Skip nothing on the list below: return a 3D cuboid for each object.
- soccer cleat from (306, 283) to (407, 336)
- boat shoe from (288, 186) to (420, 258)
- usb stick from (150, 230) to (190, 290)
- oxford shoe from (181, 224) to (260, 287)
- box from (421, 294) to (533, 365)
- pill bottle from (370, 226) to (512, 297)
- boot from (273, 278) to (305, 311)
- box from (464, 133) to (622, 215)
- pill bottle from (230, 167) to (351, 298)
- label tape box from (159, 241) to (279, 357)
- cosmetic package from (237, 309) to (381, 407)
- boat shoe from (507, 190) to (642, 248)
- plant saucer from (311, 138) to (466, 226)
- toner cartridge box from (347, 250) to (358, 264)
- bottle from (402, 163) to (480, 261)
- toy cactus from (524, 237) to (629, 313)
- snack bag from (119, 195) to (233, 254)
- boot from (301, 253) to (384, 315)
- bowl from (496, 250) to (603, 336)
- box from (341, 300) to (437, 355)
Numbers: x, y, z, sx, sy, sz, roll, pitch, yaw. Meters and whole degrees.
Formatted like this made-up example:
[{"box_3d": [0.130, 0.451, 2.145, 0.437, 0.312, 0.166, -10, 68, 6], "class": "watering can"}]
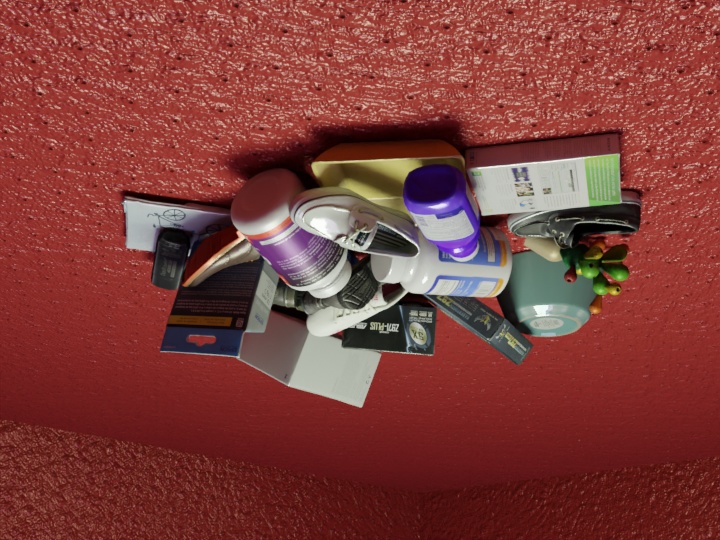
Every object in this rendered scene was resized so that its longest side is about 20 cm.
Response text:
[{"box_3d": [-0.001, 0.049, 1.454, 0.200, 0.070, 0.086, -32, -163, -1], "class": "soccer cleat"}, {"box_3d": [0.001, -0.062, 1.192, 0.200, 0.067, 0.074, 7, 127, -30], "class": "boat shoe"}, {"box_3d": [-0.323, -0.015, 1.478, 0.055, 0.033, 0.200, 15, 155, -11], "class": "usb stick"}, {"box_3d": [-0.196, -0.027, 1.350, 0.200, 0.071, 0.073, -36, 124, 22], "class": "oxford shoe"}, {"box_3d": [0.193, 0.076, 1.530, 0.200, 0.051, 0.158, 36, 178, 35], "class": "box"}, {"box_3d": [0.122, -0.019, 1.343, 0.199, 0.112, 0.112, 4, 159, -23], "class": "pill bottle"}, {"box_3d": [-0.199, 0.026, 1.568, 0.199, 0.073, 0.182, 5, 174, 8], "class": "boot"}, {"box_3d": [0.253, -0.128, 1.195, 0.199, 0.036, 0.144, -3, 157, 16], "class": "box"}, {"box_3d": [-0.093, -0.047, 1.270, 0.112, 0.113, 0.200, -10, 138, 28], "class": "pill bottle"}, {"box_3d": [-0.219, 0.052, 1.390, 0.143, 0.200, 0.066, 1, 152, 21], "class": "label tape box"}, {"box_3d": [-0.105, 0.170, 1.755, 0.200, 0.123, 0.199, 22, 177, -40], "class": "cosmetic package"}, {"box_3d": [0.316, -0.066, 1.294, 0.199, 0.066, 0.070, -7, 156, 22], "class": "boat shoe"}, {"box_3d": [0.048, -0.124, 1.210, 0.199, 0.049, 0.200, -2, 157, 9], "class": "plant saucer"}, {"box_3d": [-0.059, -0.006, 1.512, 0.095, 0.043, 0.200, -5, 157, 20], "class": "toner cartridge box"}, {"box_3d": [0.119, -0.072, 1.180, 0.083, 0.065, 0.200, -5, 156, 19], "class": "bottle"}, {"box_3d": [0.335, -0.015, 1.363, 0.165, 0.103, 0.200, 24, -156, 16], "class": "toy cactus"}, {"box_3d": [-0.287, -0.066, 1.424, 0.199, 0.021, 0.189, 7, 157, -11], "class": "snack bag"}, {"box_3d": [0.000, 0.000, 1.412, 0.200, 0.070, 0.132, -33, -166, -34], "class": "boot"}, {"box_3d": [0.325, 0.049, 1.523, 0.200, 0.105, 0.201, 2, 157, 1], "class": "bowl"}, {"box_3d": [0.052, 0.099, 1.602, 0.163, 0.086, 0.200, 5, -179, 0], "class": "box"}]
